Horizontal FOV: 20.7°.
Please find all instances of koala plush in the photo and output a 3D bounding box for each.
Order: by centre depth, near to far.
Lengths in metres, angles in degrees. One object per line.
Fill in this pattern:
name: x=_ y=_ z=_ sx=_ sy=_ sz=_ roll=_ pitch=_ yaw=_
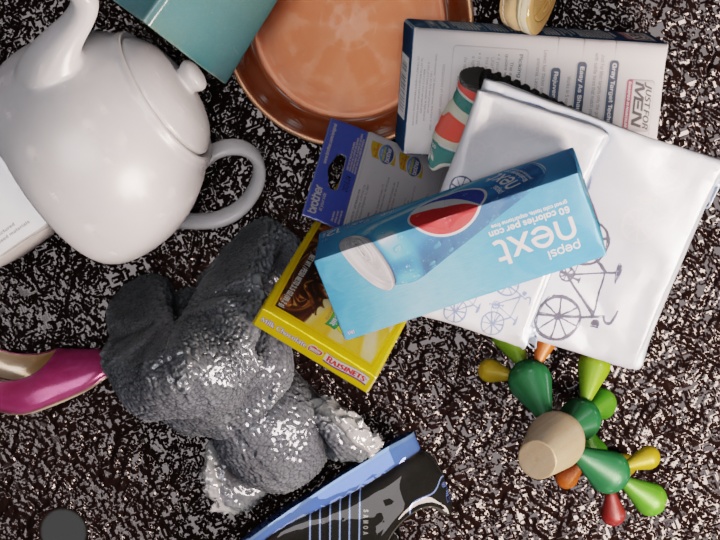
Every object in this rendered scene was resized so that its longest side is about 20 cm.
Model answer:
koala plush: x=-0.093 y=0.100 z=1.559 sx=0.177 sy=0.184 sz=0.200 roll=-24 pitch=115 yaw=17

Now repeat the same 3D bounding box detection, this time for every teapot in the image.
teapot: x=-0.179 y=-0.110 z=1.519 sx=0.146 sy=0.200 sz=0.198 roll=-32 pitch=89 yaw=12

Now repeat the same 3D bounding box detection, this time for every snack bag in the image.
snack bag: x=0.150 y=-0.025 z=1.466 sx=0.200 sy=0.021 sz=0.189 roll=18 pitch=109 yaw=-7

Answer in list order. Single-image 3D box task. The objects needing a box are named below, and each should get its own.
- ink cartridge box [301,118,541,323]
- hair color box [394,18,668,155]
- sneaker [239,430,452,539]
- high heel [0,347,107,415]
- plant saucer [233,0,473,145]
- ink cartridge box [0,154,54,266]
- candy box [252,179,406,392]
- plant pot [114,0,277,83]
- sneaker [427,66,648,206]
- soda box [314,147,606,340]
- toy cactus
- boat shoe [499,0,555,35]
ink cartridge box: x=0.051 y=-0.034 z=1.537 sx=0.200 sy=0.119 sz=0.042 roll=24 pitch=136 yaw=-10
hair color box: x=0.131 y=-0.138 z=1.539 sx=0.200 sy=0.061 sz=0.100 roll=3 pitch=104 yaw=-7
sneaker: x=-0.020 y=0.213 z=1.608 sx=0.200 sy=0.070 sz=0.078 roll=-32 pitch=89 yaw=7
high heel: x=-0.299 y=0.067 z=1.610 sx=0.200 sy=0.067 sz=0.096 roll=-11 pitch=107 yaw=18
plant saucer: x=-0.010 y=-0.199 z=1.576 sx=0.200 sy=0.032 sz=0.201 roll=1 pitch=98 yaw=4
ink cartridge box: x=-0.314 y=-0.101 z=1.549 sx=0.086 sy=0.148 sz=0.200 roll=-35 pitch=93 yaw=6
candy box: x=0.000 y=0.000 z=1.528 sx=0.102 sy=0.200 sz=0.026 roll=32 pitch=134 yaw=-3
plant pot: x=-0.119 y=-0.277 z=1.504 sx=0.141 sy=0.141 sz=0.200 roll=38 pitch=92 yaw=25
sneaker: x=0.144 y=-0.074 z=1.498 sx=0.200 sy=0.070 sz=0.093 roll=25 pitch=114 yaw=-13
soda box: x=0.071 y=-0.019 z=1.425 sx=0.200 sy=0.064 sz=0.068 roll=-19 pitch=108 yaw=9
toy cactus: x=0.155 y=0.123 z=1.546 sx=0.102 sy=0.165 sz=0.200 roll=-31 pitch=89 yaw=27
boat shoe: x=0.121 y=-0.273 z=1.523 sx=0.069 sy=0.074 sz=0.200 roll=3 pitch=68 yaw=17
